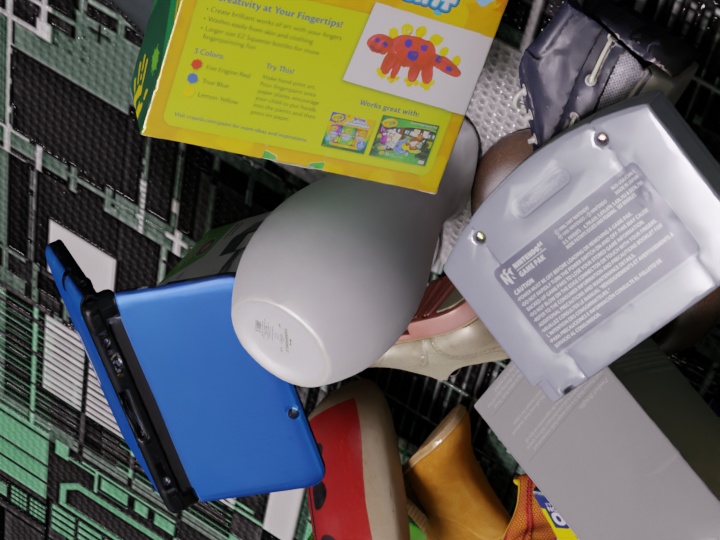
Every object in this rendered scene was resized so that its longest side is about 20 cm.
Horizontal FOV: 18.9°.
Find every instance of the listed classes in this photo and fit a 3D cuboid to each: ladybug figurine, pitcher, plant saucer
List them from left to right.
[{"bbox_3d":[-0.005,0.178,1.710,0.071,0.201,0.136,-5,139,-6],"label":"ladybug figurine"},{"bbox_3d":[0.000,0.000,1.499,0.120,0.200,0.172,23,143,23],"label":"pitcher"},{"bbox_3d":[0.156,-0.009,1.491,0.199,0.032,0.201,26,143,21],"label":"plant saucer"}]

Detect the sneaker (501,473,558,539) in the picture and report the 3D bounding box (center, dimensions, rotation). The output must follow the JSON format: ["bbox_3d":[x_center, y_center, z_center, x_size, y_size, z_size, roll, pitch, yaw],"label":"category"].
[{"bbox_3d":[0.138,0.234,1.627,0.077,0.201,0.073,-26,122,34],"label":"sneaker"}]

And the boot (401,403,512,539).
[{"bbox_3d":[0.099,0.192,1.723,0.144,0.071,0.201,42,157,9],"label":"boot"}]

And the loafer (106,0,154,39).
[{"bbox_3d":[-0.167,-0.210,1.433,0.201,0.070,0.068,56,142,15],"label":"loafer"}]

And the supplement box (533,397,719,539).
[{"bbox_3d":[0.231,0.202,1.583,0.108,0.110,0.201,-2,128,44],"label":"supplement box"}]

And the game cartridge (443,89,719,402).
[{"bbox_3d":[0.145,-0.018,1.328,0.133,0.041,0.200,50,130,-1],"label":"game cartridge"}]

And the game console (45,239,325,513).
[{"bbox_3d":[-0.131,0.068,1.597,0.171,0.118,0.201,47,160,55],"label":"game console"}]

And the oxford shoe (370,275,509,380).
[{"bbox_3d":[0.037,0.059,1.642,0.199,0.071,0.074,-14,122,50],"label":"oxford shoe"}]

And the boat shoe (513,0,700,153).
[{"bbox_3d":[0.131,-0.088,1.374,0.093,0.075,0.201,38,124,11],"label":"boat shoe"}]

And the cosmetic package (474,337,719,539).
[{"bbox_3d":[0.181,0.125,1.433,0.200,0.090,0.107,52,122,19],"label":"cosmetic package"}]

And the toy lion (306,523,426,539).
[{"bbox_3d":[0.059,0.293,1.893,0.191,0.069,0.201,-11,121,40],"label":"toy lion"}]

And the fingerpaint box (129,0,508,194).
[{"bbox_3d":[-0.024,-0.152,1.327,0.198,0.074,0.168,10,118,-19],"label":"fingerpaint box"}]

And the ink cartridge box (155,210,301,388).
[{"bbox_3d":[-0.077,0.025,1.642,0.199,0.146,0.084,-15,117,49],"label":"ink cartridge box"}]
